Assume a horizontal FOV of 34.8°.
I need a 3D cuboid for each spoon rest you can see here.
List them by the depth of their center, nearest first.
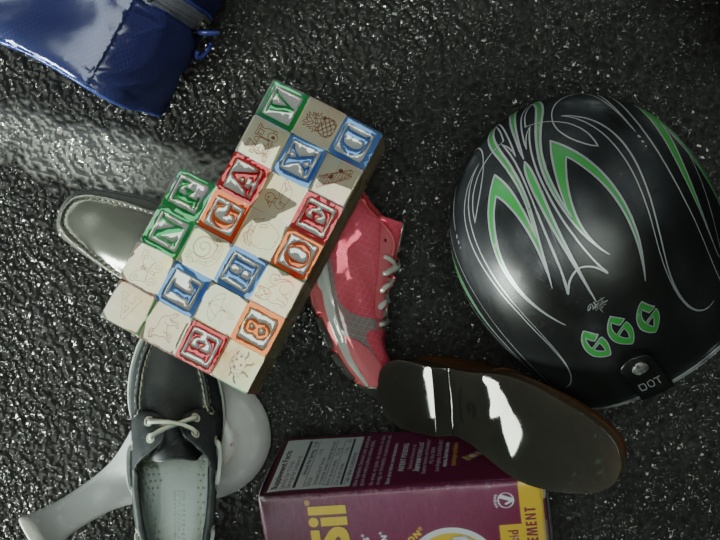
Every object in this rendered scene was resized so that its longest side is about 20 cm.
[{"bbox_3d":[-0.164,0.154,0.895,0.200,0.061,0.099,-29,92,-7],"label":"spoon rest"}]

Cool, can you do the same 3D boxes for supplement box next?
[{"bbox_3d":[0.039,0.193,0.834,0.200,0.103,0.131,-6,104,10],"label":"supplement box"}]

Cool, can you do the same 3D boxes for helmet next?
[{"bbox_3d":[0.153,-0.023,0.788,0.200,0.200,0.191,-32,101,6],"label":"helmet"}]

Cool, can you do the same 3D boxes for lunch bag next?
[{"bbox_3d":[-0.193,-0.206,0.830,0.200,0.136,0.132,27,95,3],"label":"lunch bag"}]

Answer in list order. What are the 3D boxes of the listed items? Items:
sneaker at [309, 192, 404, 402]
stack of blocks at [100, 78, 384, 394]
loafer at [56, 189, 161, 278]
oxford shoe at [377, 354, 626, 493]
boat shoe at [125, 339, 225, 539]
[{"bbox_3d":[0.000,0.000,0.857,0.087,0.074,0.200,-22,91,4],"label":"sneaker"},{"bbox_3d":[-0.079,-0.028,0.804,0.115,0.059,0.200,28,86,5],"label":"stack of blocks"},{"bbox_3d":[-0.139,-0.010,0.869,0.200,0.070,0.070,21,95,3],"label":"loafer"},{"bbox_3d":[0.105,0.093,0.786,0.200,0.071,0.071,19,113,45],"label":"oxford shoe"},{"bbox_3d":[-0.133,0.135,0.839,0.076,0.060,0.200,-6,89,-7],"label":"boat shoe"}]
